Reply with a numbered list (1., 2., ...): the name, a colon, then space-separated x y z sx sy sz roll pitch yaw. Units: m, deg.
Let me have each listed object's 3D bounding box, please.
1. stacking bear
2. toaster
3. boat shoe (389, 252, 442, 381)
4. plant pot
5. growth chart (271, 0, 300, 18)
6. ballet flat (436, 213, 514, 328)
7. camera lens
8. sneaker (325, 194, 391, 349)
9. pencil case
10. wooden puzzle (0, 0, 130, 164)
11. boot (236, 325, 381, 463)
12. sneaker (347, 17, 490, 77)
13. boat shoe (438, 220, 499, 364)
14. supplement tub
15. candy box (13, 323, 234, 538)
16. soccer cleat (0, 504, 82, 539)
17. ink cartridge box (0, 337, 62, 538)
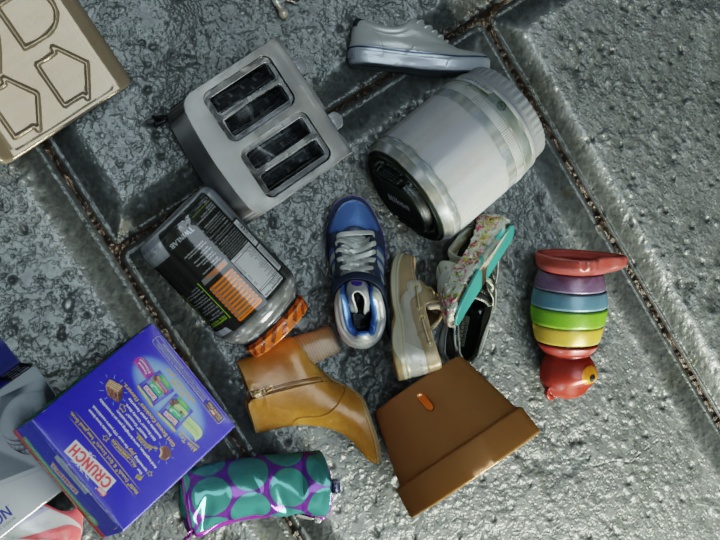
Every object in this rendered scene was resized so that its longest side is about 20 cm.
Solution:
1. stacking bear: 0.287 0.077 1.665 0.121 0.113 0.202 -6 102 -46
2. toaster: -0.134 -0.173 1.538 0.200 0.119 0.181 -35 97 -16
3. boat shoe: 0.074 0.057 1.573 0.069 0.074 0.201 -5 48 5
4. plant pot: 0.110 0.206 1.572 0.199 0.200 0.140 -32 81 -16
5. growth chart: -0.069 -0.446 1.623 0.200 0.018 0.145 -37 98 -16
6. ballet flat: 0.136 -0.003 1.581 0.064 0.076 0.200 21 47 17
7. camera lens: 0.122 -0.150 1.594 0.200 0.160 0.160 -40 99 -14
8. sneaker: 0.000 0.000 1.553 0.080 0.146 0.202 -2 90 -5
9. pencil case: -0.131 0.282 1.540 0.199 0.085 0.093 -4 72 -17
10. wooden puzzle: -0.413 -0.255 1.498 0.200 0.046 0.186 -37 99 -20
11. boot: -0.069 0.183 1.578 0.143 0.071 0.202 -25 92 -10
12. sneaker: 0.081 -0.301 1.633 0.199 0.073 0.071 4 90 -17
13. boat shoe: 0.156 0.030 1.647 0.070 0.064 0.202 11 84 -16
14. supplement tub: -0.166 0.005 1.521 0.123 0.122 0.200 -45 101 -14
15. candy box: -0.281 0.191 1.463 0.169 0.077 0.200 52 52 -4
16. soccer cleat: -0.433 0.296 1.466 0.199 0.068 0.074 18 61 -13
17. ink cartridge box: -0.438 0.202 1.430 0.199 0.041 0.200 -39 94 -36
